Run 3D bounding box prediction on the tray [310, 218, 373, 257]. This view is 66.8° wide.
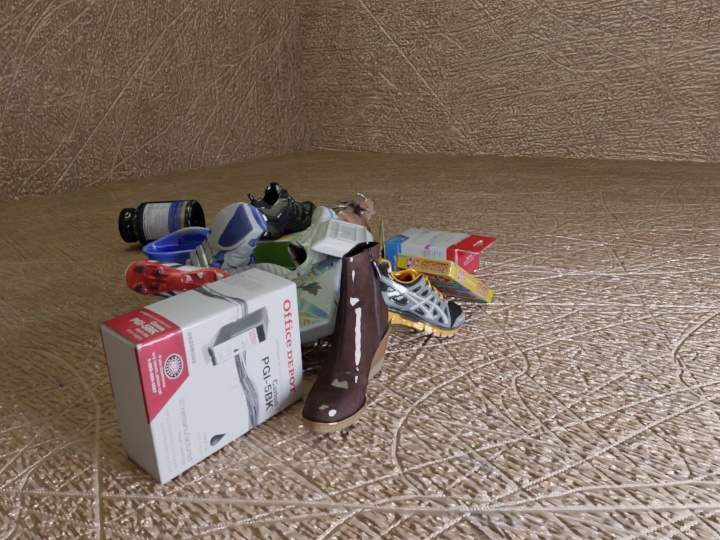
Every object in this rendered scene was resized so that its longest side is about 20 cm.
[{"bbox_3d":[-0.024,-0.054,0.898,0.103,0.023,0.201,13,15,-4],"label":"tray"}]

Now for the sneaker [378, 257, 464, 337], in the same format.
[{"bbox_3d":[0.082,0.040,0.784,0.195,0.080,0.078,15,8,-36],"label":"sneaker"}]

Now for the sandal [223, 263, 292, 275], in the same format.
[{"bbox_3d":[-0.198,0.034,0.958,0.194,0.085,0.050,-1,-25,-10],"label":"sandal"}]

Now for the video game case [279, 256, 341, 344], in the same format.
[{"bbox_3d":[-0.119,0.057,0.780,0.193,0.023,0.184,-19,27,14],"label":"video game case"}]

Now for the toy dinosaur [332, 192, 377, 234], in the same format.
[{"bbox_3d":[-0.024,-0.094,1.105,0.083,0.141,0.199,-18,-6,18],"label":"toy dinosaur"}]

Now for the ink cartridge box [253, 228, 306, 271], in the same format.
[{"bbox_3d":[-0.146,-0.025,1.092,0.142,0.079,0.201,-1,17,7],"label":"ink cartridge box"}]

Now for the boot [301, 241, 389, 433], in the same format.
[{"bbox_3d":[-0.019,0.068,0.631,0.070,0.173,0.200,3,19,21],"label":"boot"}]

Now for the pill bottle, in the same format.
[{"bbox_3d":[-0.505,-0.119,1.392,0.191,0.116,0.112,-2,17,5],"label":"pill bottle"}]

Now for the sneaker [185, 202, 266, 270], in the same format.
[{"bbox_3d":[-0.222,-0.038,0.986,0.198,0.083,0.113,-39,-27,29],"label":"sneaker"}]

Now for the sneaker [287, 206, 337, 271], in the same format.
[{"bbox_3d":[-0.090,-0.053,0.998,0.084,0.076,0.204,19,41,-21],"label":"sneaker"}]

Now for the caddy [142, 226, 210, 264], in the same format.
[{"bbox_3d":[-0.337,-0.035,1.107,0.192,0.109,0.142,-7,19,-12],"label":"caddy"}]

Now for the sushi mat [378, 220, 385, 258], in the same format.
[{"bbox_3d":[0.040,-0.024,1.021,0.012,0.100,0.201,-2,18,2],"label":"sushi mat"}]

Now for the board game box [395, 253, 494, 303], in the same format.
[{"bbox_3d":[0.141,0.016,0.869,0.093,0.031,0.198,10,-7,35],"label":"board game box"}]

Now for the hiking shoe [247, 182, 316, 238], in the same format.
[{"bbox_3d":[-0.155,-0.134,1.136,0.073,0.105,0.199,6,20,29],"label":"hiking shoe"}]

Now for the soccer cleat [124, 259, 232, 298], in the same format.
[{"bbox_3d":[-0.280,0.021,0.889,0.193,0.071,0.085,11,5,-23],"label":"soccer cleat"}]

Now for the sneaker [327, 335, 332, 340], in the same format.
[{"bbox_3d":[-0.048,0.055,0.843,0.079,0.073,0.196,-15,20,-41],"label":"sneaker"}]

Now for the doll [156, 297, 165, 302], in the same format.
[{"bbox_3d":[-0.281,0.083,0.835,0.132,0.051,0.198,-10,14,-28],"label":"doll"}]

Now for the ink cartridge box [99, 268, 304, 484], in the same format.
[{"bbox_3d":[-0.157,0.101,0.590,0.081,0.153,0.197,12,24,38],"label":"ink cartridge box"}]

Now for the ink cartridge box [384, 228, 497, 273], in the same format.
[{"bbox_3d":[0.157,-0.029,1.063,0.194,0.070,0.115,9,22,34],"label":"ink cartridge box"}]
